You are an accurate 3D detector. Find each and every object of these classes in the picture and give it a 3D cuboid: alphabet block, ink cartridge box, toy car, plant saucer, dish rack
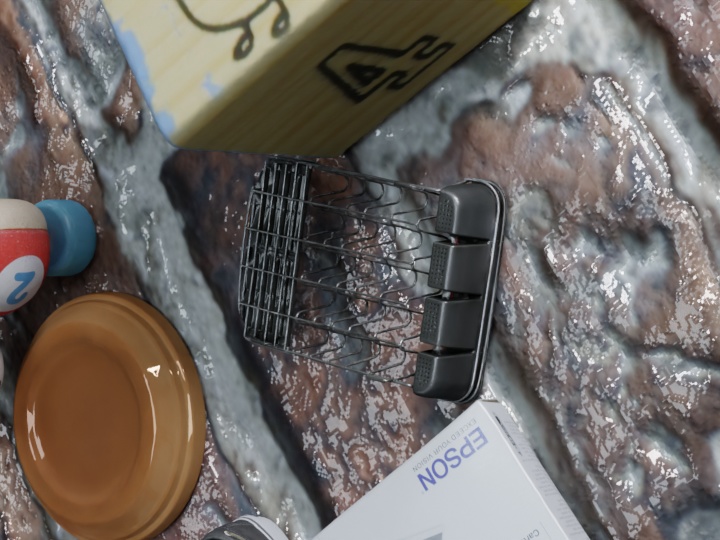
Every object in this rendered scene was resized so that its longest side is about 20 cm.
[{"bbox_3d":[-0.040,-0.208,1.220,0.200,0.196,0.196,-37,72,31],"label":"alphabet block"},{"bbox_3d":[0.067,0.224,1.230,0.199,0.040,0.201,-42,68,21],"label":"ink cartridge box"},{"bbox_3d":[-0.313,0.050,1.435,0.176,0.184,0.202,-6,88,36],"label":"toy car"},{"bbox_3d":[-0.206,0.118,1.448,0.199,0.037,0.202,1,91,36],"label":"plant saucer"},{"bbox_3d":[0.000,0.000,1.284,0.199,0.054,0.155,13,97,37],"label":"dish rack"}]

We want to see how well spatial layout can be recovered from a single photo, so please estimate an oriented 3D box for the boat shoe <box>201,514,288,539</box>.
[{"bbox_3d":[-0.047,0.257,1.315,0.070,0.066,0.201,-49,64,26],"label":"boat shoe"}]
